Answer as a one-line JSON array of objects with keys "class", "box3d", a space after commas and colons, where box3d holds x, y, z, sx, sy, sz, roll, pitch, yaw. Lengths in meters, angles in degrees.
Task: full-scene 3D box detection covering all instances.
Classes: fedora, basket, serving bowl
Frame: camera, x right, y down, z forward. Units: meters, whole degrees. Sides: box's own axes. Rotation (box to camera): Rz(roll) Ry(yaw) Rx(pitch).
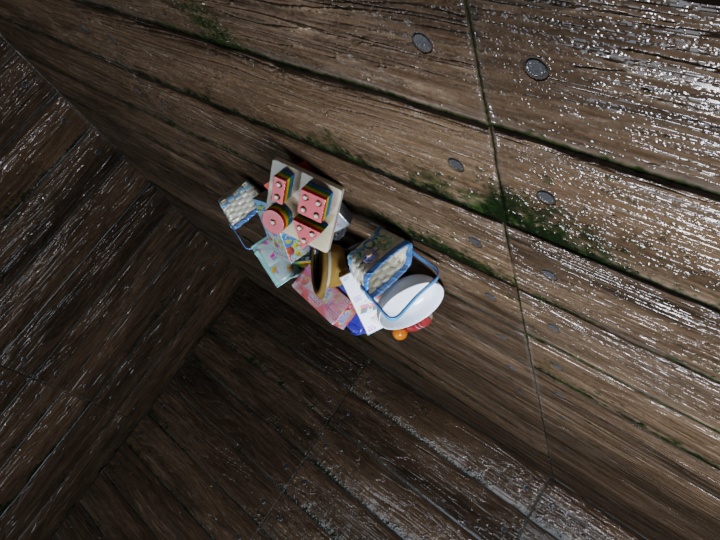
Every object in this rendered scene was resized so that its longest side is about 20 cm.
[{"class": "fedora", "box3d": [-0.092, -0.016, 1.630, 0.080, 0.205, 0.200, 2, 177, -18]}, {"class": "basket", "box3d": [0.071, 0.006, 1.371, 0.200, 0.176, 0.140, 42, 162, 19]}, {"class": "basket", "box3d": [-0.368, -0.196, 1.872, 0.201, 0.175, 0.139, 55, 176, -18]}, {"class": "serving bowl", "box3d": [0.127, 0.075, 1.514, 0.066, 0.198, 0.201, 63, -177, 33]}]

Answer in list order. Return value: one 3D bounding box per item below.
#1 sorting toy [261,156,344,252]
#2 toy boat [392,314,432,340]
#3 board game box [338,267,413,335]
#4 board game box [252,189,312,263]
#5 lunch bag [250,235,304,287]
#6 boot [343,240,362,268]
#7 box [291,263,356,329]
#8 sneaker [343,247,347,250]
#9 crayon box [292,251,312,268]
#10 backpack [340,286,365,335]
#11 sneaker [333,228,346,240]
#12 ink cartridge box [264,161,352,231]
[{"class": "sorting toy", "box3d": [-0.160, -0.153, 1.411, 0.197, 0.070, 0.201, 25, 130, 10]}, {"class": "toy boat", "box3d": [0.149, 0.169, 1.824, 0.129, 0.132, 0.200, 33, 166, 0]}, {"class": "board game box", "box3d": [0.045, 0.066, 1.588, 0.040, 0.151, 0.202, -106, -9, -69]}, {"class": "board game box", "box3d": [-0.228, -0.143, 1.673, 0.104, 0.102, 0.203, 21, 137, 48]}, {"class": "lunch bag", "box3d": [-0.261, -0.051, 1.867, 0.121, 0.199, 0.172, -27, 96, 45]}, {"class": "boot", "box3d": [0.009, 0.027, 1.656, 0.175, 0.069, 0.201, 52, 147, 19]}, {"class": "box", "box3d": [-0.109, 0.083, 1.753, 0.199, 0.095, 0.103, 40, -179, 25]}, {"class": "sneaker", "box3d": [0.000, 0.000, 1.764, 0.199, 0.079, 0.075, 36, 166, 3]}, {"class": "crayon box", "box3d": [-0.118, -0.026, 1.827, 0.125, 0.052, 0.199, -5, 163, 40]}, {"class": "backpack", "box3d": [-0.024, 0.127, 2.018, 0.199, 0.169, 0.162, 37, -175, 16]}, {"class": "sneaker", "box3d": [-0.114, -0.171, 1.560, 0.200, 0.071, 0.083, 46, -173, -30]}, {"class": "ink cartridge box", "box3d": [-0.142, -0.170, 1.456, 0.161, 0.058, 0.200, -21, 131, 33]}]
